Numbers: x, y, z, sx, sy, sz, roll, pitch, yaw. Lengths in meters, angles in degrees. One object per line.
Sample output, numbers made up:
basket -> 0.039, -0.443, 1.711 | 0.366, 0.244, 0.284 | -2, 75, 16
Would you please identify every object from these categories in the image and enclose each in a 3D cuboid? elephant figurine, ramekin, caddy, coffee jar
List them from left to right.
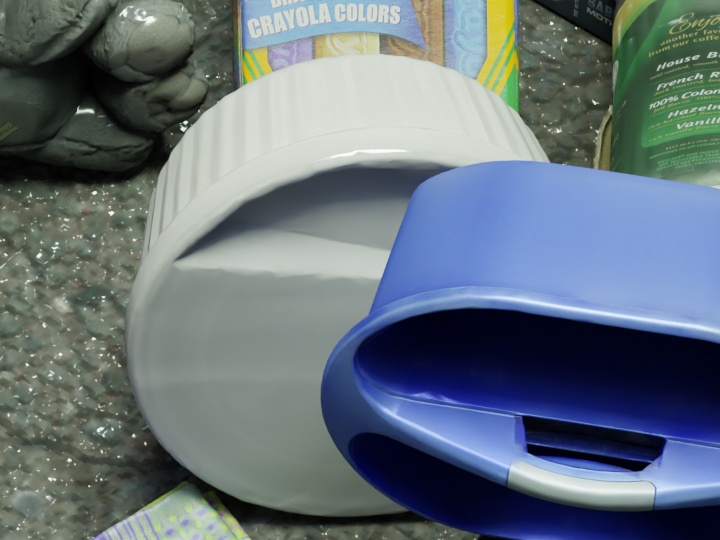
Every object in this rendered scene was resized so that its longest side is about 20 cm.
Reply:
elephant figurine -> -0.139, -0.151, 1.362 | 0.155, 0.142, 0.200 | 11, 51, -26
ramekin -> 0.000, 0.000, 1.217 | 0.202, 0.203, 0.094 | -3, 42, -5
caddy -> 0.087, 0.044, 1.086 | 0.199, 0.142, 0.105 | 8, 50, 5
coffee jar -> 0.147, -0.050, 1.216 | 0.085, 0.104, 0.200 | -9, 35, 12

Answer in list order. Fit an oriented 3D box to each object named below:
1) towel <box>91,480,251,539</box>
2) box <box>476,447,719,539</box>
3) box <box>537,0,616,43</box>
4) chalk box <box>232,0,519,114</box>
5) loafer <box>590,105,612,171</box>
towel -> -0.107, 0.178, 1.182 | 0.200, 0.023, 0.144 | -28, 59, -21
box -> 0.109, 0.160, 1.154 | 0.148, 0.107, 0.200 | 28, 58, 18
box -> 0.201, -0.171, 1.435 | 0.158, 0.051, 0.200 | 32, 59, 20
chalk box -> 0.004, -0.142, 1.297 | 0.123, 0.201, 0.124 | 0, 10, -3
loafer -> 0.144, -0.008, 1.302 | 0.076, 0.068, 0.200 | -2, 54, -5
